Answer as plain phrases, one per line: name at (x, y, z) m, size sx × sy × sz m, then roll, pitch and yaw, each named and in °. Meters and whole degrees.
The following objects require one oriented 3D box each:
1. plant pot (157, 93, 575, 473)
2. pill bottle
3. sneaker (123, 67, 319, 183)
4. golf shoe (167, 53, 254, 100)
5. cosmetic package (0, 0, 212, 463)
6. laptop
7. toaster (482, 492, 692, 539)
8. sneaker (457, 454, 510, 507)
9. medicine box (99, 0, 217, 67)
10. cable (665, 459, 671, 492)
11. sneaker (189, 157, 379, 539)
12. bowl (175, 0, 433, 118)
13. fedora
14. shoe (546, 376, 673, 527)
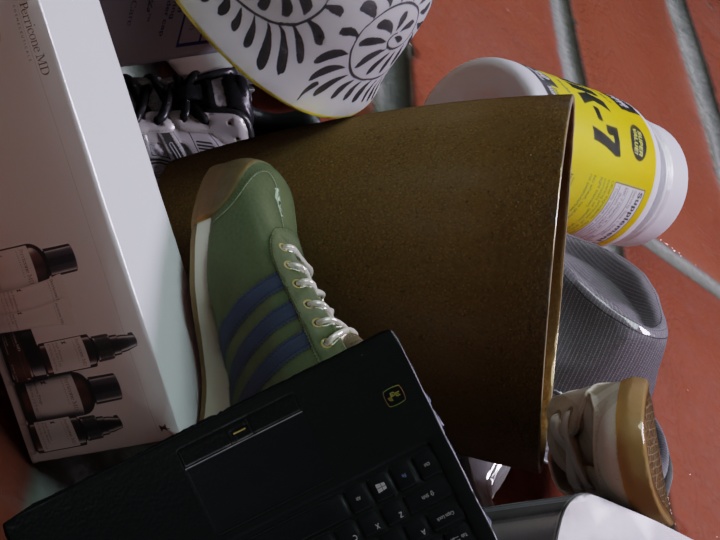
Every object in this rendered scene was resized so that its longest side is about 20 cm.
plant pot at (0.000, 0.000, 0.937) m, size 0.200 × 0.187 × 0.186 m, roll 4°, pitch 30°, yaw 8°
pill bottle at (0.139, -0.076, 1.327) m, size 0.200 × 0.114 × 0.114 m, roll 10°, pitch 44°, yaw -50°
sneaker at (-0.104, -0.082, 1.002) m, size 0.200 × 0.088 × 0.076 m, roll 17°, pitch 41°, yaw -41°
golf shoe at (-0.139, -0.173, 1.124) m, size 0.094 × 0.078 × 0.200 m, roll -30°, pitch 88°, yaw -31°
cosmetic package at (-0.131, -0.021, 0.815) m, size 0.051 × 0.082 × 0.200 m, roll -39°, pitch 114°, yaw -64°
laptop at (-0.022, 0.148, 0.702) m, size 0.200 × 0.177 × 0.103 m, roll 64°, pitch -1°, yaw 3°
toaster at (0.099, 0.202, 0.825) m, size 0.181 × 0.119 × 0.200 m, roll 32°, pitch 58°, yaw -28°
sneaker at (0.027, 0.128, 0.965) m, size 0.088 × 0.076 × 0.200 m, roll 21°, pitch 31°, yaw -9°
medicine box at (-0.165, -0.179, 0.961) m, size 0.182 × 0.103 × 0.200 m, roll 22°, pitch 19°, yaw 23°
cable at (0.178, 0.145, 1.139) m, size 0.097 × 0.050 × 0.200 m, roll 46°, pitch 28°, yaw 1°
sneaker at (-0.022, 0.042, 0.812) m, size 0.067 × 0.090 × 0.200 m, roll 35°, pitch 50°, yaw -56°
bowl at (-0.018, -0.182, 0.898) m, size 0.201 × 0.094 × 0.201 m, roll 37°, pitch 38°, yaw -36°
fedora at (0.120, 0.033, 1.123) m, size 0.177 × 0.090 × 0.200 m, roll 15°, pitch 23°, yaw -34°
shoe at (0.113, 0.089, 0.880) m, size 0.200 × 0.053 × 0.070 m, roll 43°, pitch 37°, yaw -81°
